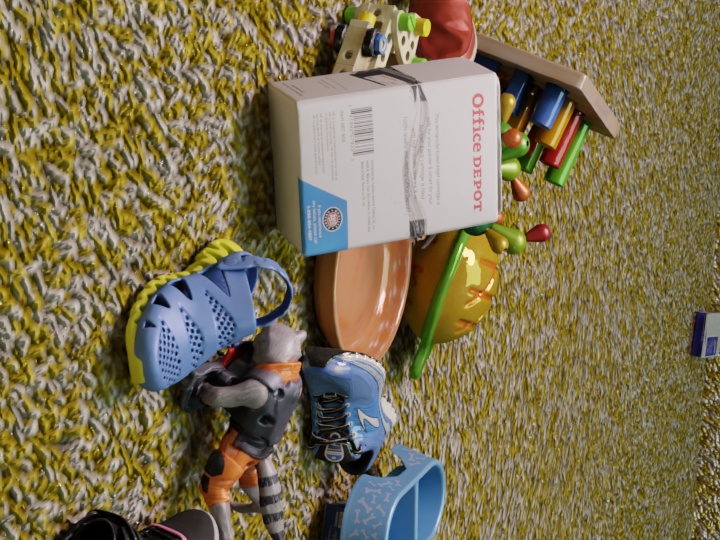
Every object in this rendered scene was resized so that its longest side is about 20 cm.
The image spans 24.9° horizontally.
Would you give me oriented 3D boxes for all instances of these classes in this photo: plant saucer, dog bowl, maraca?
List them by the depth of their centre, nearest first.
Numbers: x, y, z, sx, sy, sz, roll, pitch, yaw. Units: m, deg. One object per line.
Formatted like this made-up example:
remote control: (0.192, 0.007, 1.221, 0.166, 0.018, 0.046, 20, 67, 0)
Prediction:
plant saucer: (0.000, 0.000, 1.674, 0.200, 0.037, 0.202, 6, 90, -67)
dog bowl: (0.039, 0.259, 1.737, 0.200, 0.049, 0.113, -32, 125, -63)
maraca: (0.093, 0.031, 1.824, 0.137, 0.106, 0.201, -52, 163, -57)

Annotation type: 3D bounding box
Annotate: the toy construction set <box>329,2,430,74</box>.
toy construction set: (0.013, -0.176, 1.597, 0.131, 0.091, 0.202, 49, 41, -61)

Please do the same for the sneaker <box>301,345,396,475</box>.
sneaker: (-0.014, 0.144, 1.632, 0.200, 0.078, 0.090, 64, 38, -53)

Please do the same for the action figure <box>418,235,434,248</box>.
action figure: (0.085, -0.127, 1.739, 0.119, 0.101, 0.202, -79, 162, -68)

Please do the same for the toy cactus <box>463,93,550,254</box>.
toy cactus: (0.103, -0.087, 1.646, 0.201, 0.164, 0.102, 65, -3, -31)

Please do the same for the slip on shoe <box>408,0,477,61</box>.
slip on shoe: (0.083, -0.283, 1.697, 0.061, 0.073, 0.202, 81, 8, -57)

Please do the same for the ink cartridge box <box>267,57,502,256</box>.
ink cartridge box: (0.023, -0.107, 1.495, 0.198, 0.084, 0.146, -10, 113, -20)

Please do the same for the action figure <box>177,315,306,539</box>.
action figure: (-0.082, 0.136, 1.442, 0.200, 0.104, 0.195, -15, 120, -62)

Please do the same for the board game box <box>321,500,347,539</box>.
board game box: (-0.010, 0.349, 1.755, 0.135, 0.034, 0.202, 10, 87, -68)

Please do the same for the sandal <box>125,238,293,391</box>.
sandal: (-0.121, 0.034, 1.336, 0.200, 0.086, 0.080, -48, 141, -51)

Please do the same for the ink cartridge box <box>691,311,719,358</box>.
ink cartridge box: (0.733, 0.135, 3.455, 0.200, 0.037, 0.096, 3, 95, -70)

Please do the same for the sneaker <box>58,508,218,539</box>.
sneaker: (-0.173, 0.221, 1.280, 0.200, 0.070, 0.100, -40, 138, -51)

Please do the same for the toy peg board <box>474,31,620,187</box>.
toy peg board: (0.167, -0.180, 1.826, 0.099, 0.199, 0.199, -65, 158, -2)
